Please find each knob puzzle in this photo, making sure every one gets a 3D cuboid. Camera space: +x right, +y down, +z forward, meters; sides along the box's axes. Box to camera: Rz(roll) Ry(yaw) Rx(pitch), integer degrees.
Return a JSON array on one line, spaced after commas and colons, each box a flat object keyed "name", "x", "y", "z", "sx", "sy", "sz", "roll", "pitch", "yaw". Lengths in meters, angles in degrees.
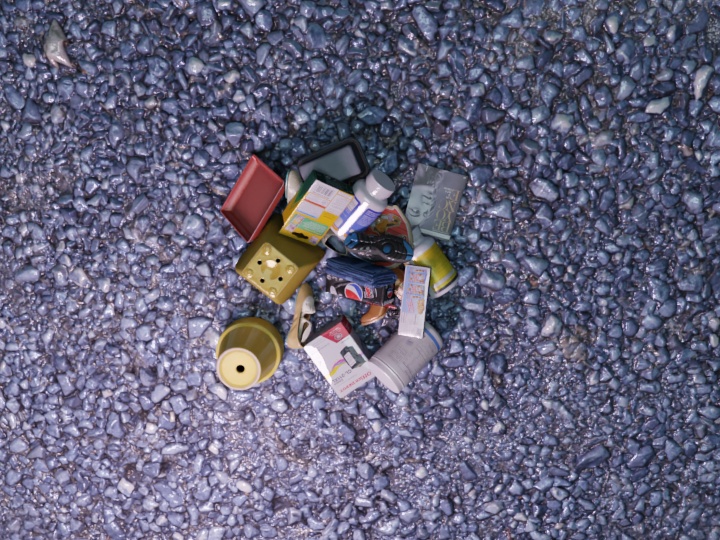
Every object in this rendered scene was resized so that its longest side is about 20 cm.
[{"name": "knob puzzle", "x": 0.068, "y": -0.091, "z": 1.707, "sx": 0.219, "sy": 0.030, "sz": 0.221, "roll": -2, "pitch": 87, "yaw": 39}]

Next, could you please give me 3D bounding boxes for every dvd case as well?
[{"name": "dvd case", "x": 0.214, "y": -0.196, "z": 1.747, "sx": 0.148, "sy": 0.016, "sz": 0.201, "roll": 15, "pitch": 103, "yaw": -1}]

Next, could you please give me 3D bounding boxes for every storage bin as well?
[{"name": "storage bin", "x": -0.078, "y": -0.276, "z": 1.681, "sx": 0.199, "sy": 0.134, "sz": 0.146, "roll": -22, "pitch": 100, "yaw": 7}]

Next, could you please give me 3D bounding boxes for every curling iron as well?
[{"name": "curling iron", "x": 0.030, "y": 0.100, "z": 1.747, "sx": 0.199, "sy": 0.026, "sz": 0.050, "roll": 19, "pitch": 99, "yaw": 20}]

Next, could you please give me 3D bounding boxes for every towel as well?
[{"name": "towel", "x": 0.000, "y": 0.000, "z": 1.690, "sx": 0.200, "sy": 0.111, "sz": 0.049, "roll": 17, "pitch": 110, "yaw": 42}]

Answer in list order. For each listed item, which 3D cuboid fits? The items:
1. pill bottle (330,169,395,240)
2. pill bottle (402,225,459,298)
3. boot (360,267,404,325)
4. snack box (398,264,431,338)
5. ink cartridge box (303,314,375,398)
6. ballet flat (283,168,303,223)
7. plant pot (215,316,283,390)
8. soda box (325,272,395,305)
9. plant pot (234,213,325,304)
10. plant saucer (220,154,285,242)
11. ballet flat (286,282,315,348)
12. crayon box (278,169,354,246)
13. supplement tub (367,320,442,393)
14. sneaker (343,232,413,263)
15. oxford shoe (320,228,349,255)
[{"name": "pill bottle", "x": 0.005, "y": -0.184, "z": 1.679, "sx": 0.112, "sy": 0.112, "sz": 0.200, "roll": 40, "pitch": 121, "yaw": -6}, {"name": "pill bottle", "x": 0.188, "y": -0.027, "z": 1.735, "sx": 0.112, "sy": 0.112, "sz": 0.200, "roll": -35, "pitch": 99, "yaw": 8}, {"name": "boot", "x": 0.047, "y": 0.057, "z": 1.786, "sx": 0.200, "sy": 0.074, "sz": 0.155, "roll": -37, "pitch": 90, "yaw": 11}, {"name": "snack box", "x": 0.153, "y": 0.086, "z": 1.685, "sx": 0.072, "sy": 0.024, "sz": 0.201, "roll": 8, "pitch": 97, "yaw": 18}, {"name": "ink cartridge box", "x": -0.056, "y": 0.261, "z": 1.819, "sx": 0.146, "sy": 0.083, "sz": 0.200, "roll": -34, "pitch": 99, "yaw": 8}, {"name": "ballet flat", "x": -0.175, "y": -0.198, "z": 1.671, "sx": 0.062, "sy": 0.068, "sz": 0.200, "roll": 16, "pitch": 137, "yaw": 5}, {"name": "plant pot", "x": -0.339, "y": 0.259, "z": 1.776, "sx": 0.200, "sy": 0.189, "sz": 0.202, "roll": 0, "pitch": 103, "yaw": 1}, {"name": "soda box", "x": -0.002, "y": 0.046, "z": 1.735, "sx": 0.199, "sy": 0.071, "sz": 0.064, "roll": 12, "pitch": 106, "yaw": 30}, {"name": "plant pot", "x": -0.240, "y": -0.021, "z": 1.707, "sx": 0.195, "sy": 0.200, "sz": 0.194, "roll": 39, "pitch": 101, "yaw": -5}, {"name": "plant saucer", "x": -0.299, "y": -0.202, "z": 1.701, "sx": 0.037, "sy": 0.200, "sz": 0.200, "roll": 22, "pitch": 106, "yaw": -46}, {"name": "ballet flat", "x": -0.165, "y": 0.137, "z": 1.784, "sx": 0.063, "sy": 0.069, "sz": 0.201, "roll": 9, "pitch": 84, "yaw": 34}, {"name": "crayon box", "x": -0.125, "y": -0.168, "z": 1.638, "sx": 0.125, "sy": 0.052, "sz": 0.200, "roll": 19, "pitch": 126, "yaw": -33}, {"name": "supplement tub", "x": 0.132, "y": 0.242, "z": 1.751, "sx": 0.200, "sy": 0.132, "sz": 0.132, "roll": -43, "pitch": 98, "yaw": -16}, {"name": "sneaker", "x": 0.056, "y": -0.056, "z": 1.665, "sx": 0.199, "sy": 0.082, "sz": 0.073, "roll": 14, "pitch": 66, "yaw": 20}, {"name": "oxford shoe", "x": -0.105, "y": -0.117, "z": 1.745, "sx": 0.200, "sy": 0.074, "sz": 0.071, "roll": 35, "pitch": 104, "yaw": -4}]
